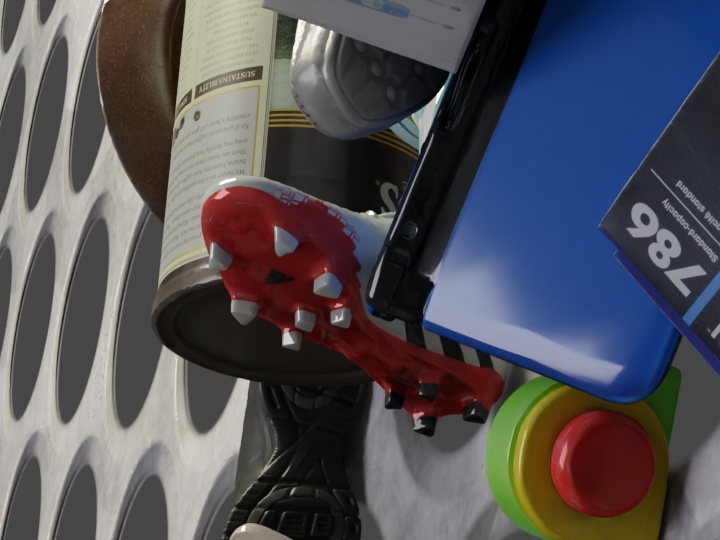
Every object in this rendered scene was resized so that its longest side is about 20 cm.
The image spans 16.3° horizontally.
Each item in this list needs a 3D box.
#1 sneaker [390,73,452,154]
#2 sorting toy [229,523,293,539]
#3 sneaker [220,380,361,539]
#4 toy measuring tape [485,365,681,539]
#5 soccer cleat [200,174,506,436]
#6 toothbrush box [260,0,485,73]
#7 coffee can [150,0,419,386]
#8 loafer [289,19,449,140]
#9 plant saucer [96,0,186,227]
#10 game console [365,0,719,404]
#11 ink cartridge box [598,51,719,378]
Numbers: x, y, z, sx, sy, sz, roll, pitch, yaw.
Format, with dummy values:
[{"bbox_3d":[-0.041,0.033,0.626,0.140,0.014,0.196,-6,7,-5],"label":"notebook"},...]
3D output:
[{"bbox_3d":[0.052,-0.066,1.186,0.131,0.079,0.200,122,156,-58],"label":"sneaker"},{"bbox_3d":[-0.039,0.264,1.248,0.200,0.107,0.180,-76,-3,-45],"label":"sorting toy"},{"bbox_3d":[-0.038,0.122,1.393,0.091,0.076,0.200,114,168,-65],"label":"sneaker"},{"bbox_3d":[0.078,0.111,0.993,0.074,0.073,0.201,-176,97,-73],"label":"toy measuring tape"},{"bbox_3d":[0.000,0.000,1.137,0.069,0.200,0.085,-16,51,37],"label":"soccer cleat"},{"bbox_3d":[0.031,-0.198,1.004,0.200,0.086,0.146,-81,11,-53],"label":"toothbrush box"},{"bbox_3d":[-0.028,-0.058,1.315,0.146,0.146,0.201,133,144,-61],"label":"coffee can"},{"bbox_3d":[0.003,-0.111,1.075,0.070,0.070,0.200,-21,22,27],"label":"loafer"},{"bbox_3d":[-0.065,-0.099,1.428,0.034,0.200,0.201,-17,60,41],"label":"plant saucer"},{"bbox_3d":[0.090,-0.056,1.011,0.171,0.118,0.200,96,-163,-87],"label":"game console"},{"bbox_3d":[0.144,-0.020,0.827,0.099,0.039,0.200,49,142,17],"label":"ink cartridge box"}]
